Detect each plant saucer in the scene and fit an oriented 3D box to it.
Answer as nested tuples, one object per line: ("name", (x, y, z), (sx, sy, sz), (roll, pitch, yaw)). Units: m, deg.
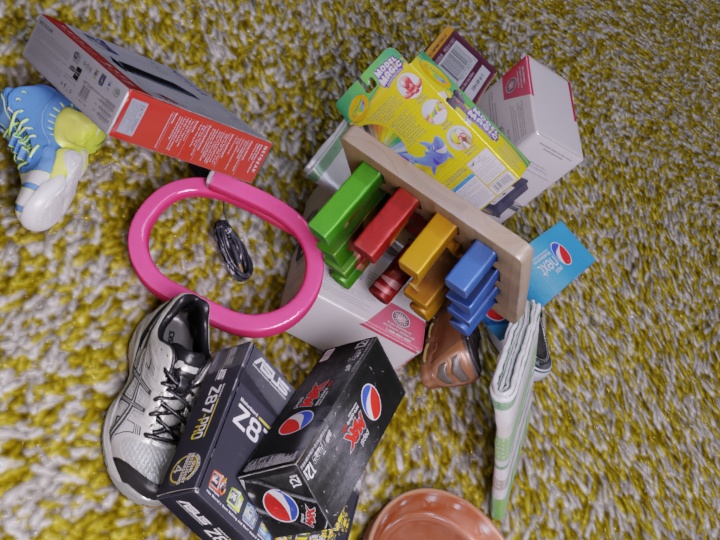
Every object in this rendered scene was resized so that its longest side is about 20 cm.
("plant saucer", (0.081, 0.315, 0.976), (0.200, 0.032, 0.200), (21, 49, -26))

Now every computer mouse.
("computer mouse", (-0.158, -0.077, 1.084), (0.059, 0.034, 0.200), (20, 49, -57))

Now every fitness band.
("fitness band", (-0.133, -0.017, 0.987), (0.200, 0.037, 0.144), (26, 71, 4))

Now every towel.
("towel", (0.037, -0.085, 1.128), (0.200, 0.031, 0.149), (41, 43, -9))
("towel", (0.158, 0.149, 1.057), (0.031, 0.200, 0.149), (11, 42, 16))

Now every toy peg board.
("toy peg board", (0.050, -0.008, 0.937), (0.199, 0.200, 0.098), (37, 80, 17))

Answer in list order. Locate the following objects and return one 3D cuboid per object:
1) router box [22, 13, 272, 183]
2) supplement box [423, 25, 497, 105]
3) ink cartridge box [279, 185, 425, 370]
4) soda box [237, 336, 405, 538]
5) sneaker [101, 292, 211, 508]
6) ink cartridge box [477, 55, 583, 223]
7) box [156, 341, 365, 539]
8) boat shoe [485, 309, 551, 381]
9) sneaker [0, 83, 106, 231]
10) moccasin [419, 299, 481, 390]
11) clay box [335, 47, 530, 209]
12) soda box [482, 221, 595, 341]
("router box", (-0.214, -0.172, 0.994), (0.179, 0.049, 0.200), (15, 19, -49))
("supplement box", (0.061, -0.187, 1.213), (0.086, 0.200, 0.110), (42, 42, -7))
("ink cartridge box", (0.000, 0.000, 1.109), (0.146, 0.085, 0.200), (29, 46, -19))
("soda box", (-0.028, 0.142, 0.874), (0.071, 0.063, 0.200), (64, 31, -17))
("sneaker", (-0.176, 0.107, 0.883), (0.076, 0.088, 0.200), (20, 50, -29))
("ink cartridge box", (0.182, -0.155, 1.290), (0.084, 0.200, 0.145), (24, 47, -27))
("box", (-0.079, 0.188, 0.877), (0.200, 0.049, 0.161), (54, 33, -30))
("boat shoe", (0.195, 0.040, 1.247), (0.072, 0.071, 0.200), (-4, 62, -41))
("sneaker", (-0.315, -0.116, 0.955), (0.105, 0.076, 0.200), (24, 34, -10))
("moccasin", (0.094, 0.080, 1.114), (0.201, 0.078, 0.074), (-80, 148, -67))
("clay box", (0.078, -0.152, 1.104), (0.200, 0.115, 0.048), (46, 41, -5))
("soda box", (0.203, 0.009, 1.168), (0.068, 0.064, 0.200), (50, 36, 8))
